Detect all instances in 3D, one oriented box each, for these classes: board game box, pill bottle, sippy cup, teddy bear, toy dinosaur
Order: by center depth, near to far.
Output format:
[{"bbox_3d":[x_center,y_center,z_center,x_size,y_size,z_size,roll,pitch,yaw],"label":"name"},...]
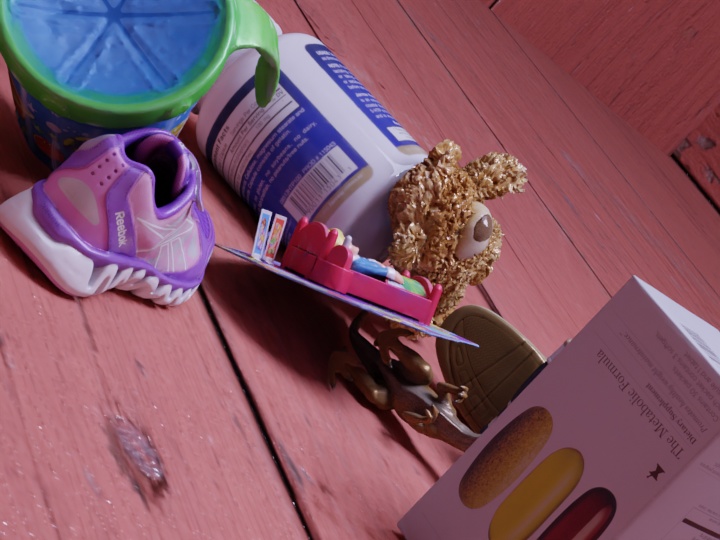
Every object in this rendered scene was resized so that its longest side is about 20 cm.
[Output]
[{"bbox_3d":[-0.146,-0.118,1.230,0.177,0.140,0.131,33,-27,5],"label":"sippy cup"},{"bbox_3d":[0.000,0.000,1.379,0.157,0.039,0.200,22,2,17],"label":"board game box"},{"bbox_3d":[0.020,0.070,1.382,0.200,0.060,0.106,42,-2,40],"label":"toy dinosaur"},{"bbox_3d":[0.066,-0.014,1.512,0.067,0.145,0.201,42,-27,19],"label":"teddy bear"},{"bbox_3d":[-0.047,-0.097,1.526,0.200,0.120,0.120,48,14,20],"label":"pill bottle"}]

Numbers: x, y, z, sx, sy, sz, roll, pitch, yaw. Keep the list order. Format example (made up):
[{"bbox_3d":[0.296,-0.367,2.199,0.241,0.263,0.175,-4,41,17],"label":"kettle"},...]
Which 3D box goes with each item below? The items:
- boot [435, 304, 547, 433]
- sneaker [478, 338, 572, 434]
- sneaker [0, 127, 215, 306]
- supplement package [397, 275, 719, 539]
[{"bbox_3d":[0.137,0.096,1.565,0.200,0.073,0.155,45,13,-1],"label":"boot"},{"bbox_3d":[0.164,0.151,1.421,0.200,0.108,0.070,47,10,-9],"label":"sneaker"},{"bbox_3d":[-0.118,-0.036,1.190,0.080,0.089,0.200,44,12,12],"label":"sneaker"},{"bbox_3d":[0.140,0.124,1.201,0.109,0.200,0.114,28,18,-50],"label":"supplement package"}]
